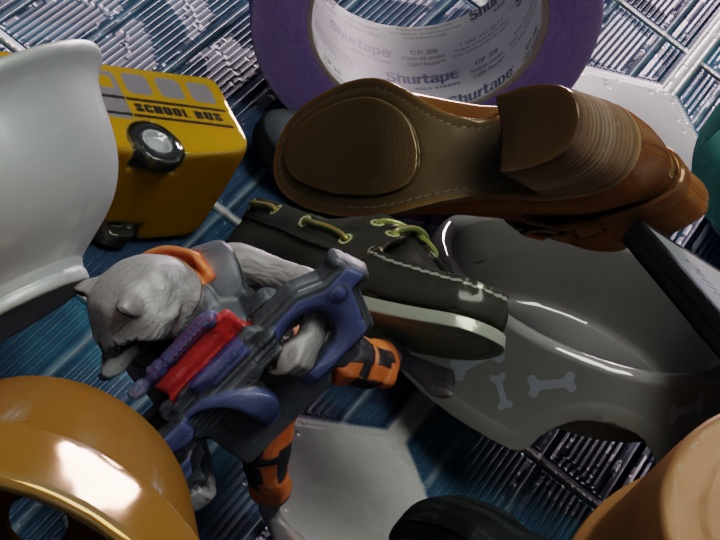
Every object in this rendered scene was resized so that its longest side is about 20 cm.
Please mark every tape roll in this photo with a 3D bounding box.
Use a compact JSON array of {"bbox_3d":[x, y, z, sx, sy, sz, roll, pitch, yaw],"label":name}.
[{"bbox_3d":[0.035,-0.167,1.466,0.200,0.200,0.085,20,38,-22],"label":"tape roll"}]

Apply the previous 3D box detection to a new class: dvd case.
[{"bbox_3d":[0.227,0.053,1.343,0.200,0.018,0.143,28,21,-47],"label":"dvd case"}]

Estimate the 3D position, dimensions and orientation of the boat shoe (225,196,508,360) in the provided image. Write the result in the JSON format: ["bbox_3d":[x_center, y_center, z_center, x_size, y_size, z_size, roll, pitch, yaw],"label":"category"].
[{"bbox_3d":[0.000,0.000,1.255,0.201,0.061,0.072,10,-17,48],"label":"boat shoe"}]

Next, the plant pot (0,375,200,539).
[{"bbox_3d":[-0.137,0.131,0.987,0.200,0.200,0.183,31,18,-7],"label":"plant pot"}]

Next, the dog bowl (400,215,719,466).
[{"bbox_3d":[0.112,0.034,1.373,0.200,0.059,0.200,18,24,-8],"label":"dog bowl"}]

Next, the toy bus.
[{"bbox_3d":[-0.155,-0.063,1.296,0.200,0.065,0.078,4,45,-38],"label":"toy bus"}]

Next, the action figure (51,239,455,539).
[{"bbox_3d":[-0.069,0.059,1.158,0.193,0.200,0.105,45,8,-47],"label":"action figure"}]

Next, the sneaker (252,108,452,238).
[{"bbox_3d":[0.041,-0.066,1.450,0.200,0.088,0.075,19,37,-24],"label":"sneaker"}]

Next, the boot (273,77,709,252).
[{"bbox_3d":[0.069,-0.045,1.342,0.155,0.200,0.074,23,71,-54],"label":"boot"}]

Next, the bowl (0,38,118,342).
[{"bbox_3d":[-0.179,-0.012,1.121,0.201,0.201,0.091,-25,84,-53],"label":"bowl"}]

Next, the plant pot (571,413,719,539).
[{"bbox_3d":[0.190,0.154,1.209,0.199,0.140,0.201,5,52,-6],"label":"plant pot"}]

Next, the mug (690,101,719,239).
[{"bbox_3d":[0.272,-0.063,1.625,0.185,0.115,0.152,20,37,-20],"label":"mug"}]

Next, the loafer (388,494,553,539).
[{"bbox_3d":[0.067,0.152,1.171,0.068,0.070,0.200,47,-16,-28],"label":"loafer"}]
